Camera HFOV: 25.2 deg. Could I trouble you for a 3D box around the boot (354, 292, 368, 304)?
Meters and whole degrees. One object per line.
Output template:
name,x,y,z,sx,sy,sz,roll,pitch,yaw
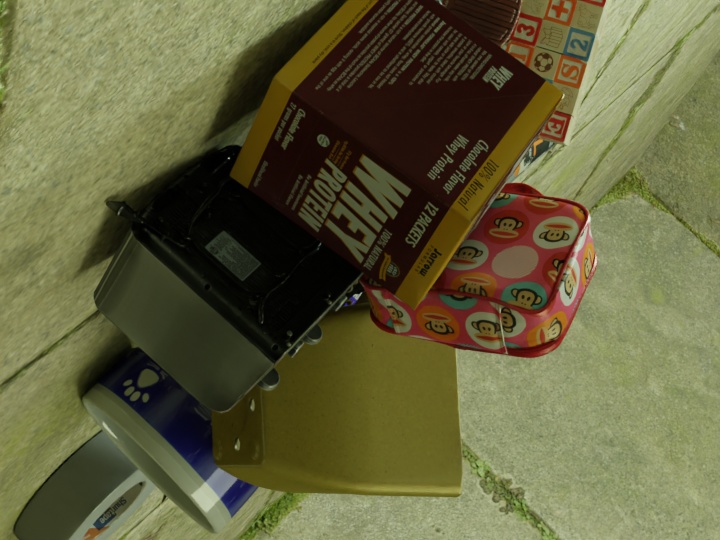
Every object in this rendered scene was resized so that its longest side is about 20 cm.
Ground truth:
boot,0.000,0.000,1.727,0.175,0.066,0.200,-49,143,-15

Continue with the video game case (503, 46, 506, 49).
video game case,0.153,-0.212,1.857,0.183,0.022,0.202,109,-4,-67

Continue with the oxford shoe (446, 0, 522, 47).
oxford shoe,0.109,-0.229,1.619,0.075,0.070,0.201,-71,-175,-81

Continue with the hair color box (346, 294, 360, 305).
hair color box,-0.057,0.036,1.980,0.200,0.065,0.109,-48,-160,1

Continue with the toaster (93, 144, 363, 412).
toaster,-0.117,0.000,1.401,0.119,0.200,0.181,-51,177,39

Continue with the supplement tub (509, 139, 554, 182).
supplement tub,0.182,-0.182,2.070,0.200,0.122,0.123,-41,169,-33

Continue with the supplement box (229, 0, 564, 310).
supplement box,0.033,-0.117,1.392,0.198,0.199,0.133,-52,176,-40

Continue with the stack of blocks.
stack of blocks,0.188,-0.242,1.671,0.059,0.114,0.202,-3,109,-78

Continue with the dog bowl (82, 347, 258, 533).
dog bowl,-0.194,0.177,1.681,0.079,0.200,0.200,-45,170,-16

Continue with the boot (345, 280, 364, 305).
boot,0.032,-0.018,1.641,0.150,0.073,0.200,-31,153,-3

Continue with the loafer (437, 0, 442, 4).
loafer,0.039,-0.173,1.543,0.072,0.072,0.201,-38,143,-45

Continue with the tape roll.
tape roll,-0.315,0.266,1.916,0.200,0.066,0.200,-46,170,-11

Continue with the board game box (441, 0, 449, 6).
board game box,0.083,-0.196,1.692,0.134,0.029,0.201,-40,148,-39

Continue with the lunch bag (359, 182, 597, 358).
lunch bag,0.112,-0.014,1.480,0.177,0.198,0.082,-60,147,-36

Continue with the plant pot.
plant pot,-0.038,0.128,1.575,0.198,0.196,0.195,0,174,-29
